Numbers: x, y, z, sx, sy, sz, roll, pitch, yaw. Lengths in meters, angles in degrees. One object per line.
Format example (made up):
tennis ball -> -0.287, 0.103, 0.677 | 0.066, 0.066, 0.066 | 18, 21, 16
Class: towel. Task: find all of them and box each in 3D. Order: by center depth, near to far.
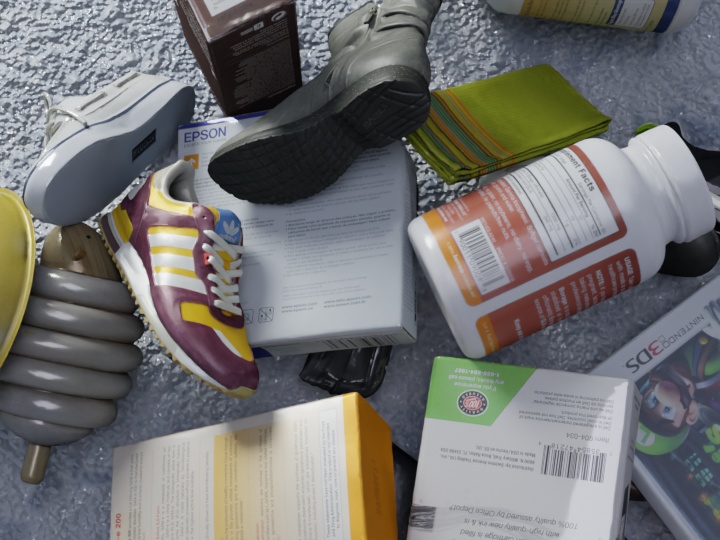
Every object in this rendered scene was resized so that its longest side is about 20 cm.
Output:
towel -> 0.112, -0.122, 1.016 | 0.200, 0.018, 0.086 | -20, 62, -41

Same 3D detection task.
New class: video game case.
video game case -> 0.285, 0.124, 1.003 | 0.182, 0.023, 0.200 | -33, 81, -25

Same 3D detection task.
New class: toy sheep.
toy sheep -> -0.231, 0.061, 0.975 | 0.138, 0.138, 0.200 | 10, 90, 0

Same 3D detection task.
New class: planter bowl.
planter bowl -> -0.331, 0.017, 0.941 | 0.200, 0.083, 0.201 | -21, 57, 36

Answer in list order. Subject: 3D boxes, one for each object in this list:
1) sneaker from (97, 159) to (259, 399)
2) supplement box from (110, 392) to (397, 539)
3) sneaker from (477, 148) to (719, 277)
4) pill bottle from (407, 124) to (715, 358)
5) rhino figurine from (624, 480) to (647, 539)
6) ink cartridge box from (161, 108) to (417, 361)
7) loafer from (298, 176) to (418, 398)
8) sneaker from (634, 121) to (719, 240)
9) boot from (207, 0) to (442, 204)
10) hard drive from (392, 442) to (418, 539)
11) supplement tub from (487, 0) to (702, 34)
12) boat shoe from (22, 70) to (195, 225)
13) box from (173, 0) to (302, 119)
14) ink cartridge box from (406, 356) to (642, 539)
sneaker -> -0.117, 0.002, 0.947 | 0.090, 0.075, 0.200 | -42, 61, 8
supplement box -> -0.077, 0.176, 0.925 | 0.200, 0.074, 0.126 | -14, 57, 16
sneaker -> 0.183, -0.032, 1.019 | 0.200, 0.074, 0.089 | 23, 41, 10
pill bottle -> 0.144, -0.025, 0.925 | 0.200, 0.112, 0.112 | -24, 79, 0
rhino figurine -> 0.181, 0.202, 0.988 | 0.087, 0.060, 0.200 | 33, 75, 16
ink cartridge box -> -0.054, -0.032, 1.002 | 0.199, 0.041, 0.200 | -6, 67, 19
loafer -> 0.000, 0.000, 1.021 | 0.070, 0.068, 0.201 | 14, 81, -9
sneaker -> 0.310, -0.061, 1.044 | 0.200, 0.072, 0.083 | 28, 77, 4
boot -> -0.022, -0.134, 0.977 | 0.200, 0.068, 0.131 | -23, 40, 29
hard drive -> -0.032, 0.211, 0.987 | 0.135, 0.042, 0.200 | 37, 79, 6
supplement tub -> 0.178, -0.275, 1.050 | 0.200, 0.144, 0.145 | 7, 77, -1
boat shoe -> -0.215, -0.107, 1.002 | 0.086, 0.075, 0.202 | 23, 41, 15
box -> -0.098, -0.194, 0.994 | 0.075, 0.200, 0.100 | -27, 79, -5
ink cartridge box -> 0.115, 0.173, 0.923 | 0.145, 0.084, 0.200 | 6, 79, 18
